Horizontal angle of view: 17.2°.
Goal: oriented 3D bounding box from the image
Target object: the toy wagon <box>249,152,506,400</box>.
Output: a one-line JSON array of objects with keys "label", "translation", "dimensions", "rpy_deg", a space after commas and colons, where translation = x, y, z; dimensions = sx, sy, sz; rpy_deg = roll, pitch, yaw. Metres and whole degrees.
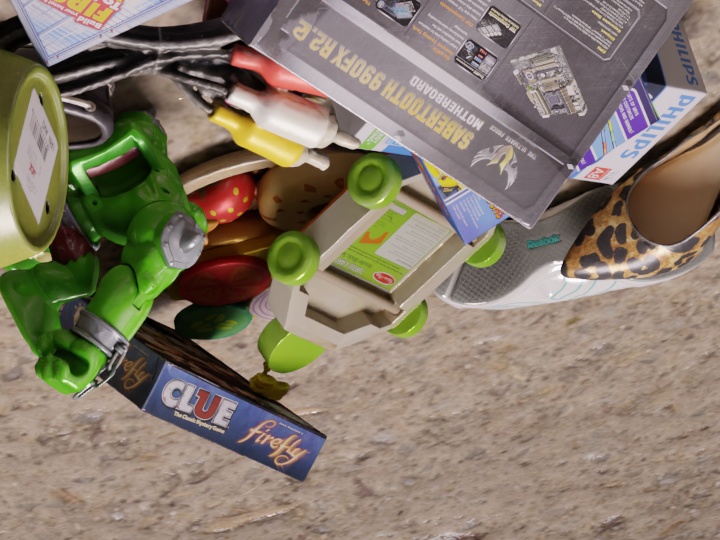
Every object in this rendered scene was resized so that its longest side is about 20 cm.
[{"label": "toy wagon", "translation": [0.000, 0.000, 1.473], "dimensions": [0.200, 0.040, 0.155], "rpy_deg": [-43, 150, 13]}]

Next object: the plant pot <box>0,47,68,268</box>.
[{"label": "plant pot", "translation": [-0.253, -0.057, 1.176], "dimensions": [0.199, 0.188, 0.187], "rpy_deg": [1, 156, 12]}]

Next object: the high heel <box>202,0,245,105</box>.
[{"label": "high heel", "translation": [-0.081, -0.153, 1.239], "dimensions": [0.096, 0.068, 0.200], "rpy_deg": [-6, 151, -22]}]

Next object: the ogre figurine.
[{"label": "ogre figurine", "translation": [-0.150, -0.021, 1.368], "dimensions": [0.120, 0.200, 0.098], "rpy_deg": [-36, 109, 9]}]

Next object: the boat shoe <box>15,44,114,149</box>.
[{"label": "boat shoe", "translation": [-0.233, -0.093, 1.309], "dimensions": [0.199, 0.061, 0.074], "rpy_deg": [-2, 152, -20]}]

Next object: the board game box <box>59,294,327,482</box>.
[{"label": "board game box", "translation": [-0.126, 0.063, 1.521], "dimensions": [0.135, 0.200, 0.035], "rpy_deg": [28, 92, -38]}]

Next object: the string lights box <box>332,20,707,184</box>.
[{"label": "string lights box", "translation": [0.092, -0.112, 1.405], "dimensions": [0.199, 0.059, 0.103], "rpy_deg": [6, 145, -32]}]

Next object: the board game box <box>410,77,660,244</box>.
[{"label": "board game box", "translation": [0.074, -0.120, 1.300], "dimensions": [0.135, 0.034, 0.200], "rpy_deg": [-32, 135, -3]}]

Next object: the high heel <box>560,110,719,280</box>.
[{"label": "high heel", "translation": [0.211, -0.064, 1.527], "dimensions": [0.200, 0.072, 0.143], "rpy_deg": [-29, 160, -2]}]

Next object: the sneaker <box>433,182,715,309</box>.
[{"label": "sneaker", "translation": [0.141, -0.013, 1.632], "dimensions": [0.199, 0.071, 0.080], "rpy_deg": [-8, 169, -1]}]

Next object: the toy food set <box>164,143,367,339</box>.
[{"label": "toy food set", "translation": [-0.052, -0.020, 1.544], "dimensions": [0.199, 0.049, 0.198], "rpy_deg": [-15, 154, 5]}]

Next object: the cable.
[{"label": "cable", "translation": [-0.087, -0.103, 1.220], "dimensions": [0.199, 0.050, 0.097], "rpy_deg": [8, 137, -24]}]

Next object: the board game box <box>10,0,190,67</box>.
[{"label": "board game box", "translation": [-0.125, -0.187, 1.107], "dimensions": [0.200, 0.062, 0.200], "rpy_deg": [31, 133, -31]}]

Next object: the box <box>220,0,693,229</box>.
[{"label": "box", "translation": [0.054, -0.136, 1.206], "dimensions": [0.200, 0.048, 0.159], "rpy_deg": [31, 99, -30]}]
